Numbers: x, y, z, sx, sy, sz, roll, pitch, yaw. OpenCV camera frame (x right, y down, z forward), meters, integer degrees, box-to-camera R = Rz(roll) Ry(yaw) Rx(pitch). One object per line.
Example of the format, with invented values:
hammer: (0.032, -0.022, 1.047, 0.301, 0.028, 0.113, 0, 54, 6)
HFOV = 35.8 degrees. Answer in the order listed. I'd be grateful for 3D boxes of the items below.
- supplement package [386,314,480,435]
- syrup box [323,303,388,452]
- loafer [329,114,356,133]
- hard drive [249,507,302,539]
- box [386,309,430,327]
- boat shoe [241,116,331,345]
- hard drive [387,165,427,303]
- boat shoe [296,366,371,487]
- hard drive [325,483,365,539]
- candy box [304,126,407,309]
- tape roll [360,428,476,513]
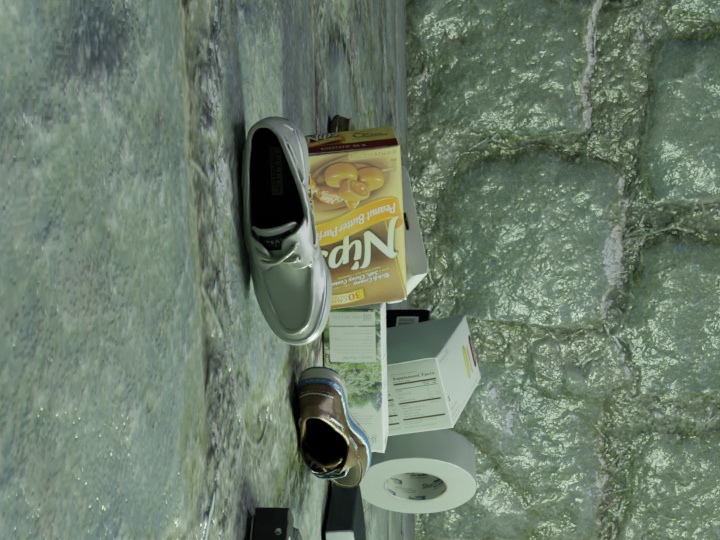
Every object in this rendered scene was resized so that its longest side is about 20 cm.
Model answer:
supplement package: (0.080, 0.160, 1.698, 0.200, 0.155, 0.111, -43, 120, -66)
syrup box: (-0.005, 0.140, 1.503, 0.081, 0.078, 0.201, -64, 153, -78)
loafer: (0.010, -0.139, 1.596, 0.076, 0.067, 0.200, -84, 157, -52)
hard drive: (-0.077, 0.326, 0.978, 0.140, 0.038, 0.201, 80, 11, -59)
box: (0.104, 0.205, 2.450, 0.148, 0.104, 0.201, -77, 166, -68)
boat shoe: (-0.067, -0.031, 0.957, 0.066, 0.072, 0.201, -36, 125, -78)
hard drive: (0.044, -0.040, 1.393, 0.200, 0.026, 0.133, 123, -44, -77)
boat shoe: (-0.038, 0.198, 1.272, 0.200, 0.072, 0.073, 70, 23, -43)
hard drive: (-0.018, 0.394, 1.527, 0.135, 0.042, 0.201, -80, 168, -61)
candy box: (-0.011, -0.056, 1.250, 0.055, 0.115, 0.201, -103, -173, -58)
tape roll: (0.092, 0.331, 1.847, 0.201, 0.199, 0.066, 82, 8, -52)
